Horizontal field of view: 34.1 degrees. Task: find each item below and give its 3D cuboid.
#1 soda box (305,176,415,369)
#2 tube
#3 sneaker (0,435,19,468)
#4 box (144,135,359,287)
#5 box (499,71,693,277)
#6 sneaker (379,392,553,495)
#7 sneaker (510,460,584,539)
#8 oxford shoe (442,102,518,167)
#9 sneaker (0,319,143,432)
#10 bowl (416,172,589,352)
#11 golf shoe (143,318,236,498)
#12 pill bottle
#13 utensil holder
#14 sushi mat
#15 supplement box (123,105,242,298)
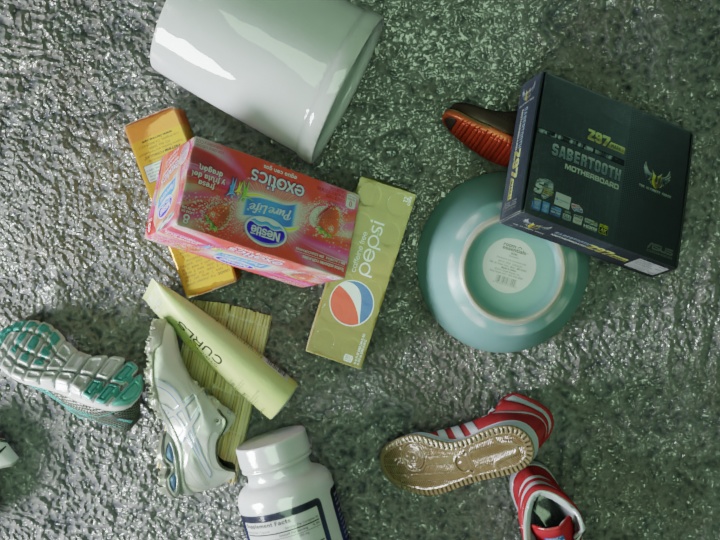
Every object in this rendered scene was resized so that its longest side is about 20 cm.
[{"bbox_3d":[0.000,0.000,1.303,0.067,0.064,0.203,17,94,-1],"label":"soda box"},{"bbox_3d":[-0.160,0.084,1.300,0.199,0.052,0.058,41,114,-4],"label":"tube"},{"bbox_3d":[-0.458,0.272,1.323,0.088,0.074,0.202,33,94,0],"label":"sneaker"},{"bbox_3d":[-0.113,-0.056,1.235,0.197,0.102,0.096,18,75,-28],"label":"box"},{"bbox_3d":[0.250,-0.099,1.233,0.197,0.051,0.160,19,71,-20],"label":"box"},{"bbox_3d":[0.124,0.194,1.322,0.197,0.112,0.072,-14,97,32],"label":"sneaker"},{"bbox_3d":[0.226,0.314,1.290,0.070,0.112,0.202,-29,93,3],"label":"sneaker"},{"bbox_3d":[0.186,-0.152,1.296,0.197,0.071,0.074,20,77,-7],"label":"oxford shoe"},{"bbox_3d":[-0.327,0.126,1.312,0.198,0.092,0.078,23,54,19],"label":"sneaker"},{"bbox_3d":[0.161,-0.004,1.281,0.197,0.105,0.205,0,95,0],"label":"bowl"},{"bbox_3d":[-0.187,0.147,1.303,0.095,0.078,0.204,-8,102,-2],"label":"golf shoe"},{"bbox_3d":[-0.073,0.281,1.301,0.109,0.111,0.203,-15,94,2],"label":"pill bottle"},{"bbox_3d":[-0.099,-0.235,1.236,0.198,0.170,0.172,28,94,0],"label":"utensil holder"},{"bbox_3d":[-0.167,0.137,1.340,0.094,0.012,0.204,13,94,1],"label":"sushi mat"},{"bbox_3d":[-0.194,-0.074,1.299,0.068,0.067,0.203,-21,93,2],"label":"supplement box"}]
